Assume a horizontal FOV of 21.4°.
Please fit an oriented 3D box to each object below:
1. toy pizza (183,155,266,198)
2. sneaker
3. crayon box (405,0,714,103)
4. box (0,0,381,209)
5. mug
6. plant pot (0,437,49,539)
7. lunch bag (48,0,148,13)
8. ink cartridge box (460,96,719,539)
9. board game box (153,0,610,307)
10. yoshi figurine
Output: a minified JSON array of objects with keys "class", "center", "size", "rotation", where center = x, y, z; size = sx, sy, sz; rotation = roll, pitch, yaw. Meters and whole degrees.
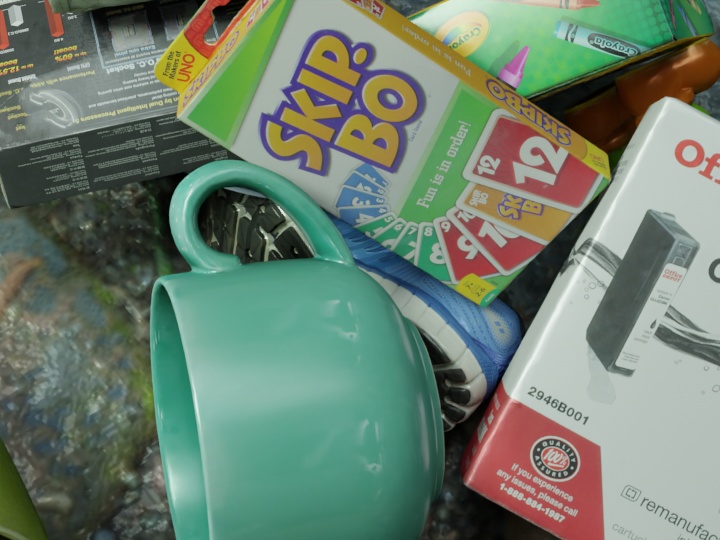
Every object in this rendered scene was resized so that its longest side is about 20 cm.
[{"class":"toy pizza","center":[-0.027,-0.095,0.998],"size":[0.198,0.032,0.201],"rotation":[4,31,-2]},{"class":"sneaker","center":[0.000,0.000,0.973],"size":[0.200,0.079,0.089],"rotation":[38,43,21]},{"class":"crayon box","center":[0.107,-0.123,0.962],"size":[0.118,0.200,0.059],"rotation":[-20,92,18]},{"class":"box","center":[-0.091,-0.125,0.938],"size":[0.198,0.050,0.159],"rotation":[-13,56,-7]},{"class":"mug","center":[-0.027,0.059,0.859],"size":[0.113,0.186,0.152],"rotation":[-7,37,-13]},{"class":"plant pot","center":[-0.239,0.088,0.839],"size":[0.185,0.188,0.201],"rotation":[-13,49,-13]},{"class":"lunch bag","center":[-0.075,-0.216,0.902],"size":[0.162,0.118,0.201],"rotation":[-8,58,-2]},{"class":"ink cartridge box","center":[0.154,0.040,0.881],"size":[0.143,0.084,0.201],"rotation":[28,92,2]},{"class":"board game box","center":[0.010,-0.066,0.870],"size":[0.199,0.096,0.030],"rotation":[32,31,-19]},{"class":"yoshi figurine","center":[0.192,-0.016,0.967],"size":[0.111,0.112,0.201],"rotation":[-24,90,20]}]
